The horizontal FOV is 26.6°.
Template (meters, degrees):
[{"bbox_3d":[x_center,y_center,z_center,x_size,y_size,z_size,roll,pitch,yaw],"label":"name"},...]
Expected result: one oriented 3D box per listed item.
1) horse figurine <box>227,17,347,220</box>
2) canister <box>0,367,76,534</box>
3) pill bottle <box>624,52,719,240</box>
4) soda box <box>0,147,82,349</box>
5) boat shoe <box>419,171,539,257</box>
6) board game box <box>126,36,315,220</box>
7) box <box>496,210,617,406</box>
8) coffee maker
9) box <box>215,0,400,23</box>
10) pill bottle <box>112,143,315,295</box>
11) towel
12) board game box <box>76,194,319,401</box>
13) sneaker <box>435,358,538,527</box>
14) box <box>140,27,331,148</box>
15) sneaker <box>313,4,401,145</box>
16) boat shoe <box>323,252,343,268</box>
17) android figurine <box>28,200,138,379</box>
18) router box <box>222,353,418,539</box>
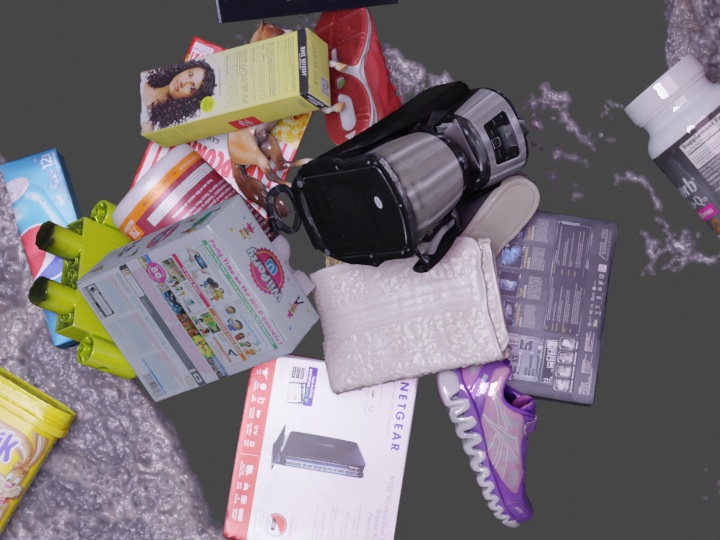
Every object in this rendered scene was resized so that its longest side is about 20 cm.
[{"bbox_3d":[-0.088,-0.156,1.587,0.132,0.050,0.201,19,93,26],"label":"horse figurine"},{"bbox_3d":[-0.409,0.200,1.579,0.148,0.087,0.201,30,85,1],"label":"canister"},{"bbox_3d":[0.381,-0.127,1.631,0.116,0.116,0.200,-40,87,-6],"label":"pill bottle"},{"bbox_3d":[-0.318,-0.022,1.612,0.064,0.068,0.201,-18,86,-4],"label":"soda box"},{"bbox_3d":[0.103,-0.030,1.605,0.200,0.063,0.073,-45,122,10],"label":"boat shoe"},{"bbox_3d":[-0.147,-0.129,1.641,0.151,0.046,0.201,21,84,0],"label":"board game box"},{"bbox_3d":[0.184,0.036,1.637,0.157,0.051,0.201,8,84,0],"label":"box"},{"bbox_3d":[0.038,-0.103,1.506,0.191,0.135,0.200,21,39,34],"label":"coffee maker"},{"bbox_3d":[-0.066,-0.375,1.613,0.199,0.104,0.183,-7,64,-3],"label":"box"},{"bbox_3d":[-0.146,-0.023,1.551,0.200,0.113,0.113,44,84,-2],"label":"pill bottle"},{"bbox_3d":[0.049,0.045,1.549,0.199,0.034,0.133,-14,79,17],"label":"towel"},{"bbox_3d":[-0.160,0.030,1.479,0.148,0.199,0.064,58,41,-15],"label":"board game box"},{"bbox_3d":[0.149,0.173,1.584,0.088,0.081,0.201,-22,107,4],"label":"sneaker"},{"bbox_3d":[-0.129,-0.184,1.555,0.199,0.050,0.076,-12,71,23],"label":"box"},{"bbox_3d":[0.008,-0.196,1.651,0.078,0.115,0.201,-18,57,29],"label":"sneaker"},{"bbox_3d":[0.000,0.000,1.624,0.073,0.069,0.201,-11,85,-4],"label":"boat shoe"},{"bbox_3d":[-0.249,0.023,1.571,0.200,0.041,0.183,27,55,-40],"label":"android figurine"},{"bbox_3d":[-0.042,0.195,1.614,0.178,0.049,0.201,9,84,-2],"label":"router box"}]
